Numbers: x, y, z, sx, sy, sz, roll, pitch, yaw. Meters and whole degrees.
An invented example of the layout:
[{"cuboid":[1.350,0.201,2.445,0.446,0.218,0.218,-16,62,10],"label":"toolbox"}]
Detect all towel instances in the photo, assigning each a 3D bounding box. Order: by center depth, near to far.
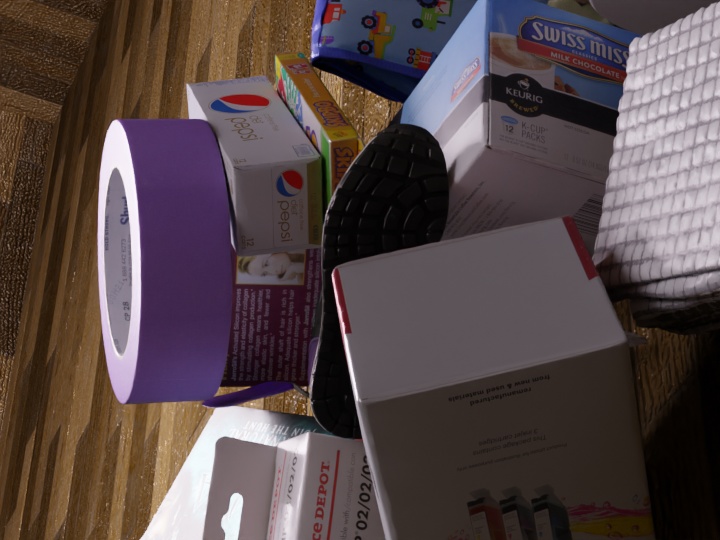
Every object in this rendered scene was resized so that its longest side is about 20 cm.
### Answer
[{"cuboid":[0.209,-0.055,1.049,0.200,0.085,0.167,161,122,-68],"label":"towel"}]

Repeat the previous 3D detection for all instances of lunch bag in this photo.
[{"cuboid":[0.052,-0.201,1.476,0.094,0.199,0.152,143,141,-62],"label":"lunch bag"}]

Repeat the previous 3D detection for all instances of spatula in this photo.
[{"cuboid":[-0.019,0.093,1.434,0.056,0.199,0.021,-179,92,-67],"label":"spatula"}]

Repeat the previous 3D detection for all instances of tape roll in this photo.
[{"cuboid":[-0.142,-0.007,1.392,0.200,0.065,0.202,179,90,-74],"label":"tape roll"}]

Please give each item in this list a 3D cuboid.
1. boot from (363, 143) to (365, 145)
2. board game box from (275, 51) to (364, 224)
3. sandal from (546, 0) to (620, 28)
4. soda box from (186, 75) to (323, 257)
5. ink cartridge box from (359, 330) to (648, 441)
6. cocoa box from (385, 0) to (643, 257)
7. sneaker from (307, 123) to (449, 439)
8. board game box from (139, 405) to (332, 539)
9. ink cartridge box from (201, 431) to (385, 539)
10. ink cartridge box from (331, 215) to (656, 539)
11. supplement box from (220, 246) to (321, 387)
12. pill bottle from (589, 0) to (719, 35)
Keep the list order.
[{"cuboid":[0.002,-0.007,1.568,0.068,0.130,0.201,-103,34,-59],"label":"boot"},{"cuboid":[-0.028,-0.078,1.386,0.200,0.030,0.096,-125,30,-60],"label":"board game box"},{"cuboid":[0.175,-0.217,1.345,0.201,0.057,0.080,144,140,-63],"label":"sandal"},{"cuboid":[-0.077,-0.078,1.403,0.200,0.063,0.069,-121,27,-64],"label":"soda box"},{"cuboid":[0.087,0.077,1.245,0.200,0.116,0.068,144,139,-65],"label":"ink cartridge box"},{"cuboid":[0.099,-0.068,1.311,0.200,0.133,0.132,128,151,-52],"label":"cocoa box"},{"cuboid":[0.000,0.000,1.257,0.088,0.075,0.201,-127,50,-75],"label":"sneaker"},{"cuboid":[-0.075,0.165,1.397,0.199,0.028,0.136,0,55,55],"label":"board game box"},{"cuboid":[0.002,0.174,1.266,0.068,0.199,0.116,151,129,-66],"label":"ink cartridge box"},{"cuboid":[0.076,0.102,1.079,0.146,0.144,0.201,-105,3,-61],"label":"ink cartridge box"},{"cuboid":[-0.025,0.009,1.476,0.103,0.198,0.132,-108,22,-62],"label":"supplement box"},{"cuboid":[0.201,-0.252,1.203,0.114,0.113,0.201,149,135,-65],"label":"pill bottle"}]
